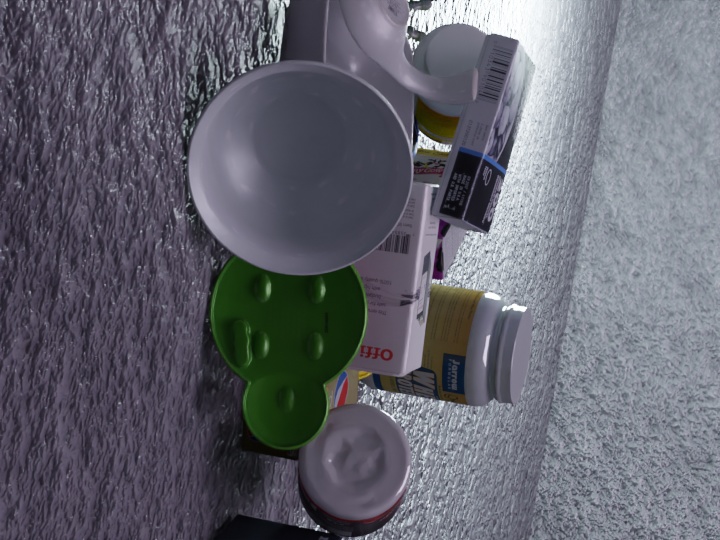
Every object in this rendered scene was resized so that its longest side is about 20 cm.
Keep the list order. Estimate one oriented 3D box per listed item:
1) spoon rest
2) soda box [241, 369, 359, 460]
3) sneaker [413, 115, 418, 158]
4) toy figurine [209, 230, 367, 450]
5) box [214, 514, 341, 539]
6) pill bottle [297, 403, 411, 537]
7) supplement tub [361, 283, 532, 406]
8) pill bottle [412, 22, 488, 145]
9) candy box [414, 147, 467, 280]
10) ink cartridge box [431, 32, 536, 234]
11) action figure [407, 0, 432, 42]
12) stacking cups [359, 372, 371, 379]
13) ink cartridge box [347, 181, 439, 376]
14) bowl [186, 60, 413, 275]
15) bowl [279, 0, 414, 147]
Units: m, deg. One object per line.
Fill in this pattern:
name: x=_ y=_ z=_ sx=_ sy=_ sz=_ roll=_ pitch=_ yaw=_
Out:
spoon rest: x=0.038 y=-0.229 z=1.538 sx=0.200 sy=0.060 sz=0.100 roll=38 pitch=46 yaw=-38
soda box: x=-0.060 y=0.136 z=1.652 sx=0.200 sy=0.063 sz=0.068 roll=-35 pitch=132 yaw=-69
sneaker: x=0.022 y=-0.154 z=1.781 sx=0.200 sy=0.069 sz=0.079 roll=-59 pitch=157 yaw=-53
toy figurine: x=-0.057 y=0.069 z=1.513 sx=0.184 sy=0.148 sz=0.202 roll=27 pitch=63 yaw=-82
box: x=-0.106 y=0.376 z=1.505 sx=0.200 sy=0.123 sz=0.199 roll=-40 pitch=137 yaw=-66
pill bottle: x=-0.008 y=0.207 z=1.550 sx=0.200 sy=0.110 sz=0.112 roll=97 pitch=6 yaw=-73
supplement tub: x=0.108 y=0.092 z=1.962 sx=0.145 sy=0.198 sz=0.146 roll=8 pitch=90 yaw=-73
pill bottle: x=0.111 y=-0.221 z=1.815 sx=0.200 sy=0.108 sz=0.110 roll=86 pitch=15 yaw=-81
candy box: x=0.060 y=-0.074 z=1.833 sx=0.200 sy=0.135 sz=0.062 roll=-60 pitch=154 yaw=-54
ink cartridge box: x=0.142 y=-0.142 z=1.690 sx=0.200 sy=0.043 sz=0.200 roll=12 pitch=95 yaw=-76
action figure: x=0.030 y=-0.269 z=1.791 sx=0.200 sy=0.054 sz=0.119 roll=-44 pitch=143 yaw=-58
stacking cups: x=-0.012 y=0.026 z=1.766 sx=0.061 sy=0.060 sz=0.202 roll=-57 pitch=151 yaw=-55
ink cartridge box: x=0.000 y=0.000 z=1.645 sx=0.084 sy=0.144 sz=0.202 roll=-7 pitch=105 yaw=-75
bowl: x=-0.054 y=-0.104 z=1.383 sx=0.091 sy=0.199 sz=0.203 roll=-96 pitch=-174 yaw=-64
bowl: x=-0.018 y=-0.182 z=1.538 sx=0.200 sy=0.074 sz=0.202 roll=38 pitch=50 yaw=-54
